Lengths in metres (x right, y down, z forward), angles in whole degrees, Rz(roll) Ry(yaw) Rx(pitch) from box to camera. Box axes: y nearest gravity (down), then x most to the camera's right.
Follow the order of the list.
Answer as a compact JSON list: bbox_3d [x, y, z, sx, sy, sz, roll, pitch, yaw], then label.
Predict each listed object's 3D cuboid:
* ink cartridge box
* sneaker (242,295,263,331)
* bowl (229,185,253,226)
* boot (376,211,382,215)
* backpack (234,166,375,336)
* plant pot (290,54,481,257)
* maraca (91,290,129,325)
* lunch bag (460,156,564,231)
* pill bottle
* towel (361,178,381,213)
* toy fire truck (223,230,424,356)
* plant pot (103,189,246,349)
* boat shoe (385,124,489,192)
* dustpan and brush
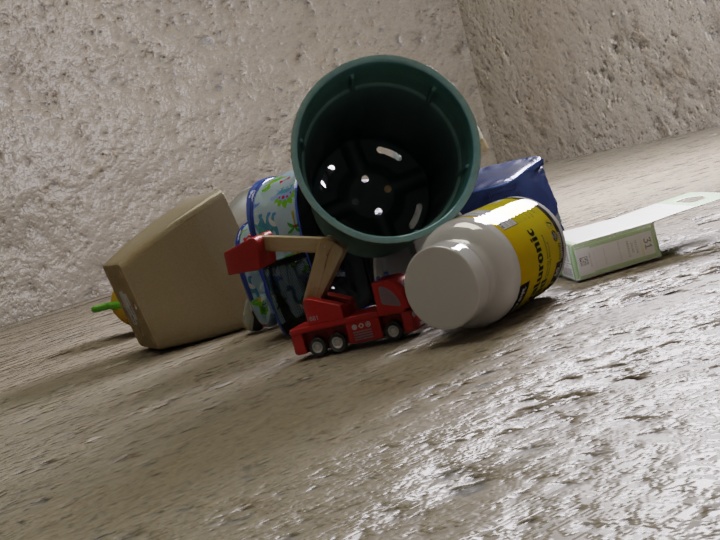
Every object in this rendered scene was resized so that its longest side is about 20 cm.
[{"bbox_3d":[0.320,-0.042,1.376,0.198,0.049,0.146,-15,5,-3],"label":"ink cartridge box"},{"bbox_3d":[-0.090,0.006,1.660,0.201,0.087,0.076,-59,-5,-17],"label":"sneaker"},{"bbox_3d":[-0.162,-0.041,2.078,0.199,0.203,0.091,-12,24,25],"label":"bowl"},{"bbox_3d":[0.063,-0.055,1.835,0.090,0.074,0.199,-2,-12,36],"label":"boot"},{"bbox_3d":[-0.074,-0.029,1.533,0.145,0.202,0.183,-12,7,26],"label":"backpack"},{"bbox_3d":[0.019,-0.107,1.317,0.198,0.203,0.196,-16,-9,-7],"label":"plant pot"},{"bbox_3d":[-0.386,0.050,2.098,0.198,0.108,0.136,-11,0,39],"label":"maraca"},{"bbox_3d":[0.152,-0.053,1.518,0.198,0.134,0.135,-8,17,42],"label":"lunch bag"},{"bbox_3d":[0.125,-0.005,1.208,0.110,0.113,0.199,-11,7,33],"label":"pill bottle"},{"bbox_3d":[-0.036,-0.072,1.962,0.197,0.086,0.167,-4,44,-16],"label":"towel"},{"bbox_3d":[-0.038,0.016,1.285,0.198,0.143,0.049,-13,6,21],"label":"toy fire truck"},{"bbox_3d":[-0.266,0.015,1.763,0.176,0.202,0.200,-28,10,-21],"label":"plant pot"},{"bbox_3d":[0.084,-0.129,1.494,0.072,0.065,0.199,-38,4,-42],"label":"boat shoe"},{"bbox_3d":[0.069,-0.059,1.433,0.138,0.202,0.057,-14,-27,-1],"label":"dustpan and brush"}]
